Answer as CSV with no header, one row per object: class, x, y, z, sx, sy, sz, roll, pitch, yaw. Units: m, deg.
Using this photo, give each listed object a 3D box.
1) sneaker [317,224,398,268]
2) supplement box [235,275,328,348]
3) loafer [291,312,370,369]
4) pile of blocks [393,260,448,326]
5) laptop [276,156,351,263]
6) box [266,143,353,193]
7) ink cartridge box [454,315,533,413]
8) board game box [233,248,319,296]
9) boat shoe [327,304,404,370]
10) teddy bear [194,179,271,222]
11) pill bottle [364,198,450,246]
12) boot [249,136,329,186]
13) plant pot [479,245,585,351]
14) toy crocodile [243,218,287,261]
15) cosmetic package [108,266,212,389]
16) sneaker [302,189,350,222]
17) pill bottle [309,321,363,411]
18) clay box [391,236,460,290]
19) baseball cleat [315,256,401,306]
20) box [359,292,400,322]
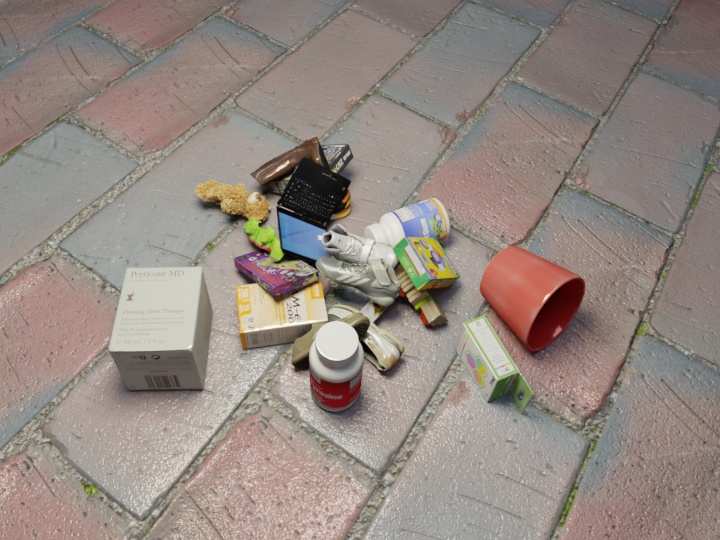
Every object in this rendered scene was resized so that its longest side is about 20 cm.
sneaker,-0.010,-0.048,1.414,0.197,0.114,0.077,12,78,42
supplement box,-0.178,0.093,1.382,0.195,0.074,0.128,-8,54,-10
loafer,-0.071,0.139,1.315,0.197,0.076,0.068,-30,56,11
pile of blocks,0.124,0.049,1.427,0.062,0.082,0.202,-34,83,13
laptop,-0.103,-0.134,1.453,0.103,0.176,0.202,41,105,39
box,-0.137,-0.268,1.612,0.197,0.050,0.162,6,46,38
ink cartridge box,0.281,0.210,1.311,0.058,0.105,0.202,-18,58,-17
board game box,-0.197,-0.004,1.417,0.118,0.033,0.199,-25,34,-30
boat shoe,0.000,0.147,1.356,0.197,0.075,0.069,29,59,22
teddy bear,-0.324,-0.189,1.564,0.197,0.068,0.144,27,19,23
pill bottle,0.114,-0.098,1.519,0.196,0.113,0.113,-21,57,-18
boot,-0.182,-0.256,1.532,0.196,0.065,0.187,-25,24,2
plant pot,0.380,0.050,1.392,0.198,0.203,0.177,-29,50,-23
toy crocodile,-0.230,-0.076,1.470,0.199,0.067,0.063,28,91,49
cosmetic package,-0.411,0.123,1.287,0.163,0.168,0.203,-1,52,-5
sneaker,-0.112,-0.162,1.562,0.197,0.091,0.070,-24,58,-21
pill bottle,-0.049,0.194,1.239,0.109,0.202,0.114,2,52,-2
clay box,0.161,-0.018,1.424,0.199,0.047,0.116,-4,60,-58
baseball cleat,0.000,0.000,1.369,0.197,0.108,0.070,26,33,-3
box,0.062,0.058,1.440,0.039,0.041,0.200,47,60,-3
